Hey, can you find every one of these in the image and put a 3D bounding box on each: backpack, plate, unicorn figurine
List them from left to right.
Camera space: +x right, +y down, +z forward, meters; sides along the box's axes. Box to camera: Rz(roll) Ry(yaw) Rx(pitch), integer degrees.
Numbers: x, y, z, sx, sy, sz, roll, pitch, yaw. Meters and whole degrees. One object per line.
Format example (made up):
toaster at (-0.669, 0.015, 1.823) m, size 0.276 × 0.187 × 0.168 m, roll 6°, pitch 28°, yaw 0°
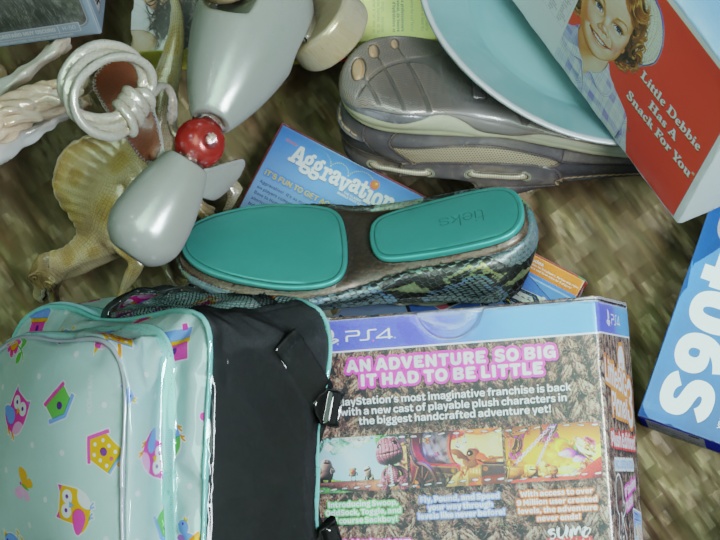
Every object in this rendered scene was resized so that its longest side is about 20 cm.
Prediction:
unicorn figurine at (-0.227, -0.066, 1.334) m, size 0.074 × 0.200 × 0.137 m, roll 45°, pitch 59°, yaw 2°
backpack at (-0.118, 0.097, 1.226) m, size 0.152 × 0.199 × 0.177 m, roll -3°, pitch 94°, yaw -32°
plate at (0.125, -0.146, 1.298) m, size 0.198 × 0.026 × 0.201 m, roll 7°, pitch 56°, yaw -11°

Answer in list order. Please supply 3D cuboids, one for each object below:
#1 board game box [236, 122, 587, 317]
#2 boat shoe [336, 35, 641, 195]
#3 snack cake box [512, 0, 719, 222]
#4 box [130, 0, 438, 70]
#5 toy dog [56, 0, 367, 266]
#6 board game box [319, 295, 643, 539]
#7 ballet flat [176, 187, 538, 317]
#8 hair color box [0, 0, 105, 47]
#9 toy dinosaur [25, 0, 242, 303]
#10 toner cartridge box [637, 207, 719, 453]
board game box at (0.018, 0.006, 1.328) m, size 0.199 × 0.019 × 0.103 m, roll 28°, pitch 88°, yaw 13°
boat shoe at (0.082, -0.081, 1.308) m, size 0.198 × 0.074 × 0.075 m, roll 9°, pitch 51°, yaw -7°
snack cake box at (0.151, -0.141, 1.216) m, size 0.067 × 0.115 × 0.201 m, roll -21°, pitch 65°, yaw -27°
box at (-0.031, -0.158, 1.350) m, size 0.198 × 0.050 × 0.076 m, roll -3°, pitch 80°, yaw 9°
toy dog at (-0.089, -0.101, 1.273) m, size 0.200 × 0.096 × 0.132 m, roll -41°, pitch 114°, yaw -25°
board game box at (0.064, 0.120, 1.241) m, size 0.158 × 0.097 × 0.202 m, roll -4°, pitch 86°, yaw 16°
ballet flat at (0.000, 0.000, 1.287) m, size 0.198 × 0.074 × 0.075 m, roll -3°, pitch 79°, yaw 8°
hair color box at (-0.194, -0.219, 1.339) m, size 0.098 × 0.061 × 0.201 m, roll -7°, pitch 49°, yaw 9°
toy dinosaur at (-0.121, -0.050, 1.323) m, size 0.101 × 0.058 × 0.201 m, roll 28°, pitch 104°, yaw -4°
toner cartridge box at (0.228, 0.003, 1.280) m, size 0.094 × 0.043 × 0.201 m, roll 18°, pitch 83°, yaw 11°
